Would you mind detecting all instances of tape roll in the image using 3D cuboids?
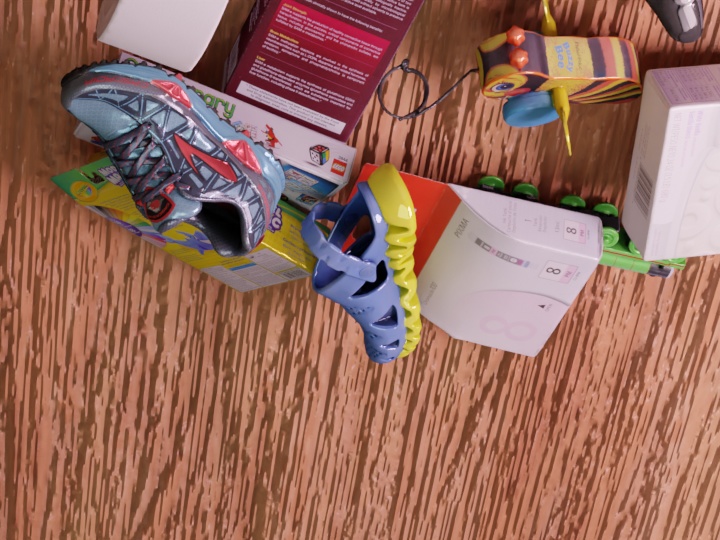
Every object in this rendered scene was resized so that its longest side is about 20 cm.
[{"bbox_3d":[-0.122,-0.244,1.481,0.070,0.203,0.203,18,125,-14],"label":"tape roll"}]

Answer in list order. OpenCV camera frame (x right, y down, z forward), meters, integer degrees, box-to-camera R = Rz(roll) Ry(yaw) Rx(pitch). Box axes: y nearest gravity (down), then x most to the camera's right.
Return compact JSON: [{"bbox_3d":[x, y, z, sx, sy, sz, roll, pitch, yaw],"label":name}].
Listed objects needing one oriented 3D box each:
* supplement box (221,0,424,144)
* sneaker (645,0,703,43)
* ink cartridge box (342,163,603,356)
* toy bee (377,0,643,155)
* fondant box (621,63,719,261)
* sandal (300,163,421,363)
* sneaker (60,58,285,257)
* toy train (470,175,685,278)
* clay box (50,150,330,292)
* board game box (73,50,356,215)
[{"bbox_3d":[-0.020,-0.199,1.599,0.108,0.061,0.200,22,125,-14],"label":"supplement box"},{"bbox_3d":[0.181,-0.252,1.560,0.115,0.075,0.201,-14,115,17],"label":"sneaker"},{"bbox_3d":[0.078,-0.005,1.718,0.199,0.057,0.163,10,147,-12],"label":"ink cartridge box"},{"bbox_3d":[0.130,-0.146,1.585,0.199,0.131,0.109,-26,172,-17],"label":"toy bee"},{"bbox_3d":[0.315,-0.090,1.652,0.199,0.058,0.145,-6,128,-14],"label":"fondant box"},{"bbox_3d":[0.000,0.000,1.664,0.087,0.080,0.201,-16,136,-8],"label":"sandal"},{"bbox_3d":[-0.138,-0.079,1.543,0.199,0.096,0.079,32,144,-29],"label":"sneaker"},{"bbox_3d":[0.179,-0.031,1.735,0.199,0.042,0.057,13,136,-9],"label":"toy train"},{"bbox_3d":[-0.136,-0.051,1.671,0.199,0.048,0.115,32,155,-29],"label":"clay box"},{"bbox_3d":[-0.116,-0.100,1.649,0.199,0.035,0.126,22,159,-15],"label":"board game box"}]
